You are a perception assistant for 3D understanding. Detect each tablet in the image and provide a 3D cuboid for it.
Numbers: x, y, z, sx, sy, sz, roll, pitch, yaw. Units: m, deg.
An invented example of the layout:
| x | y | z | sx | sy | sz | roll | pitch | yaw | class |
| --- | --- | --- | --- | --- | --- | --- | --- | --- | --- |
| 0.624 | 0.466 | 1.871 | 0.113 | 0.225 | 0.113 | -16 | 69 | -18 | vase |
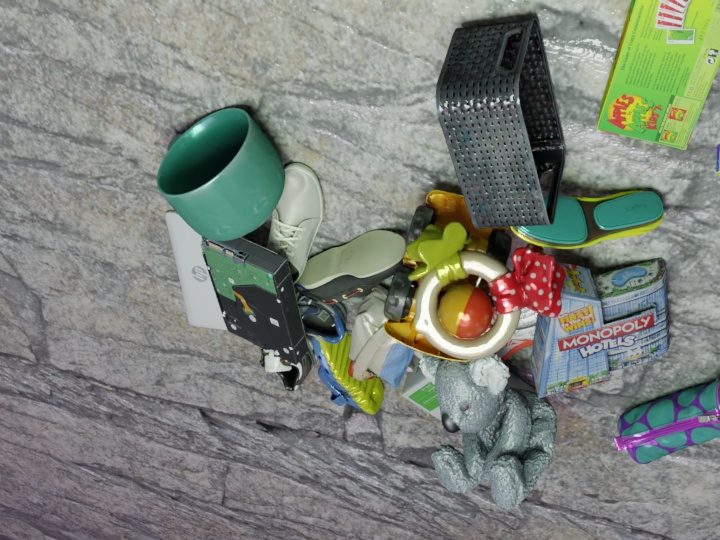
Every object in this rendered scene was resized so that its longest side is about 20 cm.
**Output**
| x | y | z | sx | sy | sz | roll | pitch | yaw | class |
| --- | --- | --- | --- | --- | --- | --- | --- | --- | --- |
| -0.226 | 0.004 | 1.484 | 0.127 | 0.014 | 0.204 | 5 | 120 | 20 | tablet |

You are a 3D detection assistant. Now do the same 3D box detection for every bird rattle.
| x | y | z | sx | sy | sz | roll | pitch | yaw | class |
| --- | --- | --- | --- | --- | --- | --- | --- | --- | --- |
| 0.142 | 0.026 | 1.164 | 0.197 | 0.113 | 0.166 | 21 | 104 | -3 | bird rattle |

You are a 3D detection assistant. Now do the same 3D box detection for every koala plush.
| x | y | z | sx | sy | sz | roll | pitch | yaw | class |
| --- | --- | --- | --- | --- | --- | --- | --- | --- | --- |
| 0.171 | 0.192 | 1.364 | 0.201 | 0.184 | 0.176 | 55 | 153 | -18 | koala plush |

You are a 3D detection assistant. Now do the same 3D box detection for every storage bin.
| x | y | z | sx | sy | sz | roll | pitch | yaw | class |
| --- | --- | --- | --- | --- | --- | --- | --- | --- | --- |
| 0.159 | -0.158 | 1.070 | 0.092 | 0.137 | 0.202 | -2 | 137 | 25 | storage bin |

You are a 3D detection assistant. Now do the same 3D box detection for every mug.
| x | y | z | sx | sy | sz | roll | pitch | yaw | class |
| --- | --- | --- | --- | --- | --- | --- | --- | --- | --- |
| -0.174 | -0.125 | 1.267 | 0.150 | 0.187 | 0.115 | -28 | 129 | 14 | mug |

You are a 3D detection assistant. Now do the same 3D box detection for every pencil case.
| x | y | z | sx | sy | sz | roll | pitch | yaw | class |
| --- | --- | --- | --- | --- | --- | --- | --- | --- | --- |
| 0.470 | 0.218 | 1.407 | 0.199 | 0.091 | 0.086 | -36 | 76 | 47 | pencil case |

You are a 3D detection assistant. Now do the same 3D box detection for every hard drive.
| x | y | z | sx | sy | sz | roll | pitch | yaw | class |
| --- | --- | --- | --- | --- | --- | --- | --- | --- | --- |
| -0.150 | 0.037 | 1.383 | 0.138 | 0.038 | 0.202 | 22 | 145 | 27 | hard drive |

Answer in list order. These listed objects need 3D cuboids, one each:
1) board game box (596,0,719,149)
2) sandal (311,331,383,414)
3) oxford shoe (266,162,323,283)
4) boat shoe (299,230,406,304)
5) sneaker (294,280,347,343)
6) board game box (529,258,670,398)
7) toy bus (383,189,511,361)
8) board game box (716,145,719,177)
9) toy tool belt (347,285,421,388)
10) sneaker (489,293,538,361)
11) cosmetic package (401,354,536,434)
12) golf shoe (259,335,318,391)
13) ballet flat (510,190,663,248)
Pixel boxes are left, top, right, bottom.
| x | y | z | sx | sy | sz | roll | pitch | yaw | class |
| --- | --- | --- | --- | --- | --- | --- | --- | --- | --- |
| 0.317 | -0.224 | 0.995 | 0.100 | 0.048 | 0.202 | 14 | 141 | 9 | board game box |
| -0.037 | 0.168 | 1.591 | 0.086 | 0.080 | 0.202 | -1 | 135 | 31 | sandal |
| -0.097 | -0.054 | 1.348 | 0.074 | 0.058 | 0.203 | 19 | 125 | 6 | oxford shoe |
| 0.001 | -0.002 | 1.378 | 0.199 | 0.075 | 0.063 | -18 | 135 | 41 | boat shoe |
| -0.097 | 0.045 | 1.448 | 0.198 | 0.085 | 0.078 | 29 | 105 | -20 | sneaker |
| 0.310 | 0.063 | 1.270 | 0.196 | 0.062 | 0.202 | -15 | 134 | 7 | board game box |
| 0.115 | 0.011 | 1.293 | 0.133 | 0.204 | 0.192 | 17 | 178 | 4 | toy bus |
| 0.507 | -0.084 | 1.077 | 0.133 | 0.045 | 0.200 | -24 | 124 | 41 | board game box |
| 0.048 | 0.122 | 1.461 | 0.121 | 0.126 | 0.202 | 22 | 143 | 10 | toy tool belt |
| 0.198 | 0.072 | 1.376 | 0.199 | 0.068 | 0.108 | -23 | 129 | 35 | sneaker |
| 0.177 | 0.194 | 1.517 | 0.198 | 0.086 | 0.107 | 34 | 137 | -14 | cosmetic package |
| -0.131 | 0.110 | 1.548 | 0.076 | 0.095 | 0.201 | -7 | 132 | 32 | golf shoe |
| 0.268 | -0.055 | 1.165 | 0.196 | 0.068 | 0.067 | -6 | 162 | -9 | ballet flat |
